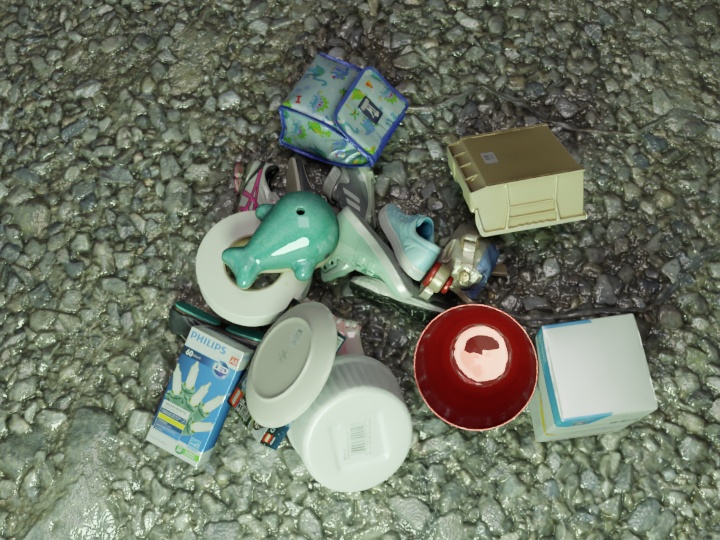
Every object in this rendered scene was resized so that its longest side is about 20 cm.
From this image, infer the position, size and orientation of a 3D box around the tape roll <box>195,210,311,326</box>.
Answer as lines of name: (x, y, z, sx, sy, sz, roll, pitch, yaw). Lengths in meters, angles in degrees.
tape roll: (-0.177, -0.006, 1.271, 0.199, 0.037, 0.206, 2, 63, -4)

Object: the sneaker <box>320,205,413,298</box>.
sneaker: (0.000, 0.000, 1.279, 0.118, 0.074, 0.201, -45, 63, 10)

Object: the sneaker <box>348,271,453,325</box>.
sneaker: (0.081, 0.035, 1.317, 0.197, 0.074, 0.080, 24, 68, 10)

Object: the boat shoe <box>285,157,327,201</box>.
boat shoe: (-0.092, -0.113, 1.384, 0.062, 0.073, 0.203, -6, 71, -22)

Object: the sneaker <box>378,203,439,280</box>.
sneaker: (0.093, -0.068, 1.311, 0.082, 0.073, 0.201, -45, 38, 18)

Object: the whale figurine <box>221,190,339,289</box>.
whale figurine: (-0.127, -0.053, 1.220, 0.198, 0.104, 0.160, -27, 68, -17)

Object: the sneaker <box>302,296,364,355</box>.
sneaker: (-0.059, 0.092, 1.298, 0.103, 0.075, 0.202, -28, 79, -4)

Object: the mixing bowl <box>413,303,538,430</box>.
mixing bowl: (0.192, 0.147, 1.236, 0.196, 0.108, 0.204, 2, 96, 15)

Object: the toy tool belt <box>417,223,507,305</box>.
toy tool belt: (0.186, 0.004, 1.277, 0.122, 0.126, 0.200, 34, 31, 4)

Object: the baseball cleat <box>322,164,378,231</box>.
baseball cleat: (-0.017, -0.115, 1.384, 0.104, 0.070, 0.204, -4, 65, 15)

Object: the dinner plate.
dinner plate: (-0.112, 0.135, 1.131, 0.198, 0.024, 0.203, -28, 44, 31)

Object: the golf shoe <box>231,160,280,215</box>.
golf shoe: (-0.188, -0.110, 1.374, 0.090, 0.073, 0.204, -4, 71, 1)

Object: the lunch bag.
lunch bag: (-0.030, -0.287, 1.390, 0.197, 0.128, 0.171, 25, 59, 10)

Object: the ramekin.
ramekin: (-0.013, 0.243, 1.176, 0.197, 0.098, 0.204, -6, 110, -15)

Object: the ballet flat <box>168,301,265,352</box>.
ballet flat: (-0.242, 0.118, 1.306, 0.197, 0.073, 0.074, 21, 72, 2)

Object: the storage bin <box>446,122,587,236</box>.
storage bin: (0.266, -0.161, 1.314, 0.195, 0.095, 0.201, -10, 34, -1)

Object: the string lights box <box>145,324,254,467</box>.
string lights box: (-0.263, 0.204, 1.242, 0.101, 0.059, 0.203, 23, 93, 10)

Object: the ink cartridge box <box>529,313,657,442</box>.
ink cartridge box: (0.350, 0.176, 1.190, 0.144, 0.201, 0.149, -7, 69, -1)

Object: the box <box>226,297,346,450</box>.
box: (-0.118, 0.157, 1.173, 0.202, 0.038, 0.136, -58, 36, -2)
